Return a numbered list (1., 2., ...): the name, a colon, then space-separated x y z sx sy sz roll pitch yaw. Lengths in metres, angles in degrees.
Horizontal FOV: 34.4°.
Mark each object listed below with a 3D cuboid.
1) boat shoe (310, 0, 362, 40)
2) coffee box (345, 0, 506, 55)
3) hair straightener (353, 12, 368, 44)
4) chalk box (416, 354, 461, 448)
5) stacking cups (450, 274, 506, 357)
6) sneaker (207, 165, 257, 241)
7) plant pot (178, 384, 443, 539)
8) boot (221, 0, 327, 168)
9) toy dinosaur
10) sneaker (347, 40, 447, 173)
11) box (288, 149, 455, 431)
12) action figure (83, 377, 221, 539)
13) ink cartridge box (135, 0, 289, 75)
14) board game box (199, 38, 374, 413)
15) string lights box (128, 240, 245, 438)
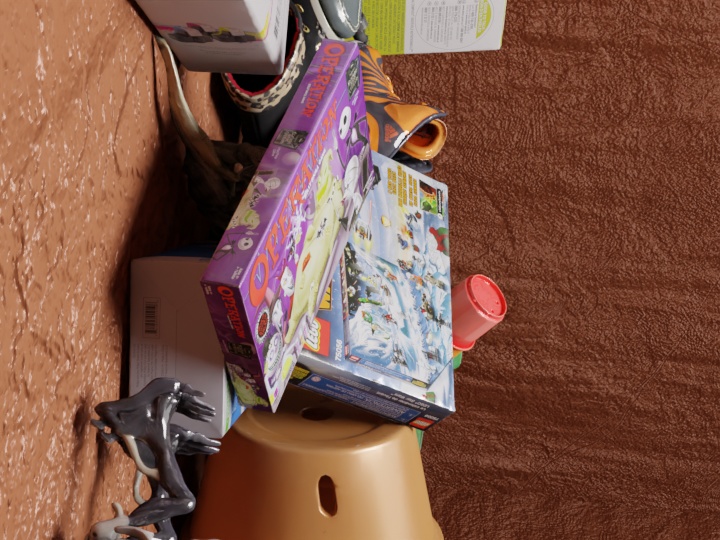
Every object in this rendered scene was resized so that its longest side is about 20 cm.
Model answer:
1. boat shoe: -0.008 -0.280 0.933 0.073 0.061 0.201 33 53 -64
2. coffee box: 0.041 -0.351 1.143 0.201 0.196 0.201 89 -3 -51
3. hair straightener: -0.042 -0.278 1.035 0.041 0.077 0.200 -55 137 -27
4. chalk box: -0.002 0.094 1.069 0.125 0.198 0.125 89 -5 -54
5. stacking cups: 0.028 0.068 0.905 0.200 0.060 0.061 -44 -156 35
6. sneaker: -0.085 -0.002 0.932 0.096 0.079 0.201 -112 -162 -54
7. plant pot: -0.035 0.164 0.839 0.200 0.199 0.141 -73 165 -73
8. boot: -0.066 -0.185 0.932 0.151 0.073 0.201 82 19 -72
9. toy dinosaur: -0.084 -0.063 0.753 0.048 0.088 0.200 -52 161 -21
10. sneaker: 0.019 -0.126 0.966 0.200 0.111 0.078 -68 170 -57
11. box: 0.000 0.000 0.821 0.040 0.136 0.201 -40 -143 42
12. action figure: -0.102 0.157 0.568 0.119 0.101 0.201 109 -11 -54
13. ink cartridge box: -0.083 -0.194 0.661 0.200 0.067 0.116 65 29 -83
14. board game box: -0.037 -0.030 0.703 0.120 0.032 0.201 75 29 -48
15. string lights box: -0.099 0.037 0.762 0.200 0.059 0.104 -50 142 -83
